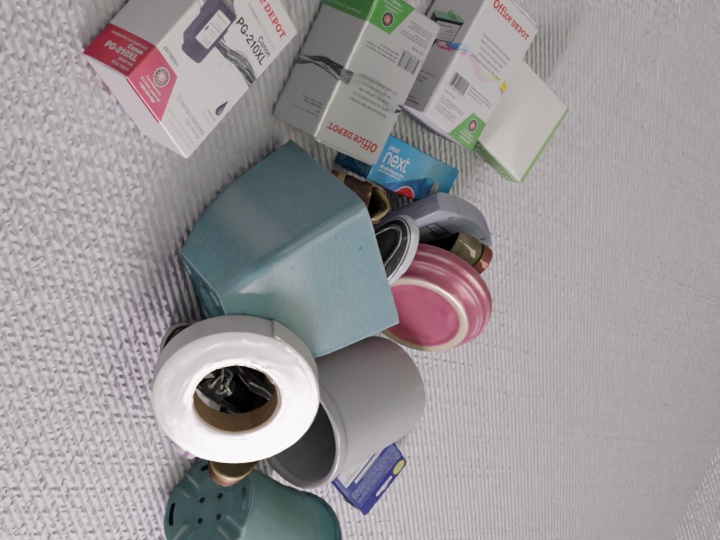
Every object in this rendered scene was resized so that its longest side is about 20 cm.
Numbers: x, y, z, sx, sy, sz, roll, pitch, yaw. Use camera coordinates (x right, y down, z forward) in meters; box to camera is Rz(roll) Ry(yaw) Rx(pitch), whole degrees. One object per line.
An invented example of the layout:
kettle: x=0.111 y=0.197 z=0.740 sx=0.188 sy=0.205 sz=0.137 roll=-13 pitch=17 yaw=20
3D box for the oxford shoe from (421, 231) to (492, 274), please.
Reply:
oxford shoe: x=0.096 y=-0.011 z=1.856 sx=0.075 sy=0.200 sz=0.071 roll=40 pitch=44 yaw=-28

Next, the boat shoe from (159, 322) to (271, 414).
boat shoe: x=-0.169 y=0.129 z=1.573 sx=0.073 sy=0.063 sz=0.200 roll=-56 pitch=138 yaw=-13

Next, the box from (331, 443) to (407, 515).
box: x=0.003 y=0.307 z=2.056 sx=0.121 sy=0.032 sz=0.200 roll=-50 pitch=143 yaw=-15

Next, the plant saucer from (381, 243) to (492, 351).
plant saucer: x=0.087 y=0.048 z=1.834 sx=0.201 sy=0.199 sz=0.051 roll=80 pitch=24 yaw=-43

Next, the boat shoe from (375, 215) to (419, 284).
boat shoe: x=-0.002 y=-0.002 z=1.761 sx=0.199 sy=0.074 sz=0.068 roll=-41 pitch=155 yaw=26

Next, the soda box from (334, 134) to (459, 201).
soda box: x=0.054 y=-0.144 z=1.773 sx=0.200 sy=0.064 sz=0.068 roll=19 pitch=99 yaw=-55

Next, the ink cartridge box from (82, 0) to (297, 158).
ink cartridge box: x=-0.179 y=-0.248 z=1.379 sx=0.200 sy=0.084 sz=0.145 roll=-51 pitch=145 yaw=-14

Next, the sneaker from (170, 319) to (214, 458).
sneaker: x=-0.200 y=0.154 z=1.648 sx=0.099 sy=0.075 sz=0.201 roll=-18 pitch=127 yaw=-44

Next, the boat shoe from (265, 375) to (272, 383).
boat shoe: x=-0.091 y=0.065 z=1.678 sx=0.200 sy=0.071 sz=0.063 roll=-69 pitch=152 yaw=-53

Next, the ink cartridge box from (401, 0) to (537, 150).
ink cartridge box: x=0.140 y=-0.289 z=1.760 sx=0.145 sy=0.084 sz=0.201 roll=28 pitch=91 yaw=-54

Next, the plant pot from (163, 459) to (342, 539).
plant pot: x=-0.158 y=0.363 z=1.766 sx=0.201 sy=0.200 sz=0.196 roll=-54 pitch=138 yaw=-10

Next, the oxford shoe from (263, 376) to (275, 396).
oxford shoe: x=-0.098 y=0.121 z=1.704 sx=0.200 sy=0.075 sz=0.058 roll=-80 pitch=153 yaw=-52

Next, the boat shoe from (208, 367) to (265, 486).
boat shoe: x=-0.162 y=0.215 z=1.679 sx=0.068 sy=0.072 sz=0.200 roll=-58 pitch=-168 yaw=33

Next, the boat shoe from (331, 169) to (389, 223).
boat shoe: x=0.003 y=-0.082 z=1.694 sx=0.200 sy=0.072 sz=0.073 roll=66 pitch=31 yaw=-73

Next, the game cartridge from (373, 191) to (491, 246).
game cartridge: x=0.110 y=-0.057 z=1.855 sx=0.133 sy=0.042 sz=0.200 roll=-26 pitch=156 yaw=19

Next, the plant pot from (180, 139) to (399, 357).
plant pot: x=-0.101 y=-0.003 z=1.563 sx=0.199 sy=0.196 sz=0.197 roll=-29 pitch=131 yaw=-15

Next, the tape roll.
tape roll: x=-0.148 y=0.142 z=1.518 sx=0.202 sy=0.037 sz=0.204 roll=-3 pitch=123 yaw=-4

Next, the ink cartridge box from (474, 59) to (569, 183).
ink cartridge box: x=0.212 y=-0.246 z=1.922 sx=0.200 sy=0.048 sz=0.146 roll=39 pitch=81 yaw=-32

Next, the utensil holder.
utensil holder: x=-0.029 y=0.196 z=1.824 sx=0.200 sy=0.170 sz=0.171 roll=-22 pitch=130 yaw=-46

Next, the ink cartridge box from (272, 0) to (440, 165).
ink cartridge box: x=-0.005 y=-0.251 z=1.601 sx=0.146 sy=0.084 sz=0.201 roll=19 pitch=99 yaw=-55
